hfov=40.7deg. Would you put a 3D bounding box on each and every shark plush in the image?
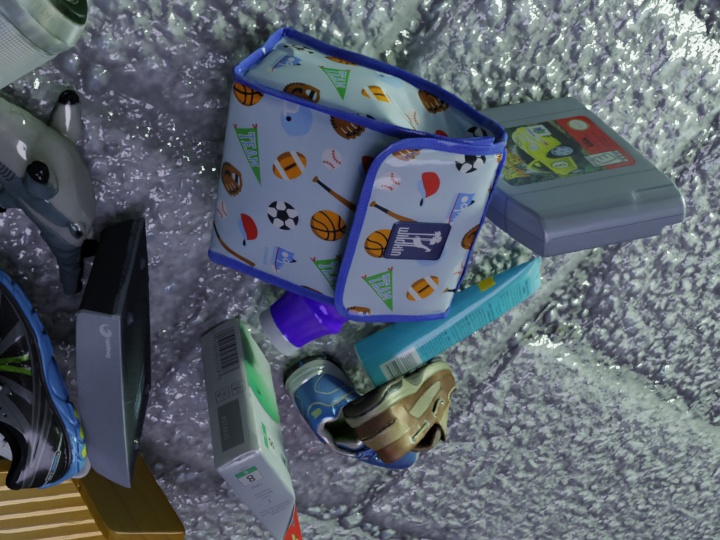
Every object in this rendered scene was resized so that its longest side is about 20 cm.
[{"bbox_3d":[-0.248,-0.062,0.755,0.082,0.092,0.201,1,150,5],"label":"shark plush"}]

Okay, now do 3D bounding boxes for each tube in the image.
[{"bbox_3d":[0.091,0.049,0.955,0.198,0.051,0.078,-28,161,1],"label":"tube"}]

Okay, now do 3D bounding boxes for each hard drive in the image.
[{"bbox_3d":[-0.202,0.070,0.810,0.042,0.136,0.202,4,131,-5],"label":"hard drive"}]

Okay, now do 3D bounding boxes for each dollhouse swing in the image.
[{"bbox_3d":[-0.292,0.284,0.933,0.174,0.182,0.202,-12,135,-37],"label":"dollhouse swing"}]

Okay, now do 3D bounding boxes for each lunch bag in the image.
[{"bbox_3d":[-0.003,-0.062,0.731,0.198,0.124,0.171,21,127,6],"label":"lunch bag"}]

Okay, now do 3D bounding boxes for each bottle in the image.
[{"bbox_3d":[0.000,0.000,0.860,0.199,0.066,0.083,-37,173,12],"label":"bottle"}]

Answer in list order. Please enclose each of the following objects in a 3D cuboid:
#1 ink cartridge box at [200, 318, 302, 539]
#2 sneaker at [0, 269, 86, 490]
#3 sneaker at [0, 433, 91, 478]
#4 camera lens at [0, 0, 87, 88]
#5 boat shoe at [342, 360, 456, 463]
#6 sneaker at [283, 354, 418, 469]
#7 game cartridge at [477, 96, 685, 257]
[{"bbox_3d":[-0.082,0.168,0.911,0.050,0.162,0.201,-25,132,6],"label":"ink cartridge box"},{"bbox_3d":[-0.284,0.080,0.766,0.082,0.071,0.202,-23,93,-28],"label":"sneaker"},{"bbox_3d":[-0.311,0.117,0.826,0.077,0.080,0.200,-56,135,-8],"label":"sneaker"},{"bbox_3d":[-0.276,-0.167,0.571,0.199,0.161,0.161,-29,132,4],"label":"camera lens"},{"bbox_3d":[0.048,0.141,0.938,0.075,0.074,0.199,-33,170,24],"label":"boat shoe"},{"bbox_3d":[-0.004,0.166,0.994,0.076,0.077,0.200,-41,131,13],"label":"sneaker"},{"bbox_3d":[0.147,-0.081,0.768,0.132,0.201,0.041,-14,125,-9],"label":"game cartridge"}]
